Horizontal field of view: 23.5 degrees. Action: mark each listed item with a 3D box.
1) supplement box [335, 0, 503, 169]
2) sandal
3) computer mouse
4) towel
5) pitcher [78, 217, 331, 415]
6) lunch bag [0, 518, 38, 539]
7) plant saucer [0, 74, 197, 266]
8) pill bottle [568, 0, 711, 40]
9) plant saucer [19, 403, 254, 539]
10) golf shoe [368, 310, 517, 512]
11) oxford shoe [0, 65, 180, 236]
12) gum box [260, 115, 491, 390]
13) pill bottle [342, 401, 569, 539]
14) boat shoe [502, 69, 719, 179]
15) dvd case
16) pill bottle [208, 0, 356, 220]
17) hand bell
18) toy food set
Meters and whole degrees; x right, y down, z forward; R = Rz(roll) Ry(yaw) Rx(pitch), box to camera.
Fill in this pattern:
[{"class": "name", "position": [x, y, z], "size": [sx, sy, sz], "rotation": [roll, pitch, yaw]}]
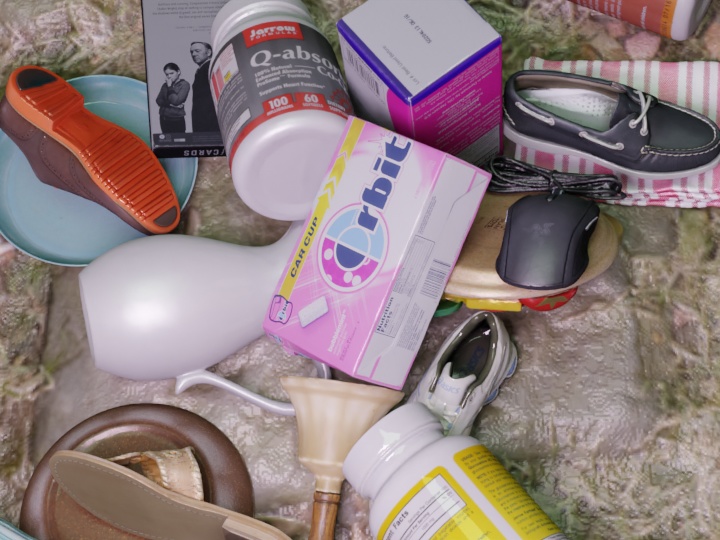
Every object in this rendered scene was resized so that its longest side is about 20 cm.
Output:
[{"class": "supplement box", "position": [0.055, -0.153, 1.495], "size": [0.103, 0.200, 0.101], "rotation": [-35, 67, -13]}, {"class": "sandal", "position": [-0.141, 0.178, 1.394], "size": [0.211, 0.078, 0.070], "rotation": [22, 48, 9]}, {"class": "computer mouse", "position": [0.131, -0.052, 1.417], "size": [0.140, 0.046, 0.200], "rotation": [9, 30, 19]}, {"class": "towel", "position": [0.240, -0.129, 1.560], "size": [0.199, 0.030, 0.147], "rotation": [2, 63, 7]}, {"class": "pitcher", "position": [-0.129, 0.050, 1.469], "size": [0.199, 0.121, 0.172], "rotation": [-9, 78, -12]}, {"class": "lunch bag", "position": [-0.295, 0.277, 1.373], "size": [0.200, 0.077, 0.161], "rotation": [27, 79, 18]}, {"class": "plant saucer", "position": [-0.246, -0.088, 1.589], "size": [0.199, 0.027, 0.201], "rotation": [-3, 64, 5]}, {"class": "pill bottle", "position": [0.228, -0.295, 1.597], "size": [0.200, 0.112, 0.112], "rotation": [22, 68, 16]}, {"class": "plant saucer", "position": [-0.189, 0.198, 1.437], "size": [0.200, 0.037, 0.201], "rotation": [-2, 64, 5]}, {"class": "golf shoe", "position": [0.061, 0.118, 1.419], "size": [0.078, 0.097, 0.200], "rotation": [22, 70, 14]}, {"class": "oxford shoe", "position": [-0.243, -0.095, 1.550], "size": [0.200, 0.073, 0.071], "rotation": [44, 42, 9]}, {"class": "gum box", "position": [0.010, -0.010, 1.391], "size": [0.113, 0.066, 0.200], "rotation": [25, 94, 42]}, {"class": "pill bottle", "position": [0.080, 0.199, 1.313], "size": [0.112, 0.113, 0.200], "rotation": [-37, 66, -12]}, {"class": "boat shoe", "position": [0.220, -0.130, 1.511], "size": [0.199, 0.060, 0.076], "rotation": [7, 57, 6]}, {"class": "dvd case", "position": [-0.126, -0.196, 1.613], "size": [0.150, 0.025, 0.200], "rotation": [-2, 61, -9]}, {"class": "pill bottle", "position": [-0.069, -0.148, 1.496], "size": [0.116, 0.116, 0.200], "rotation": [-16, 46, -2]}, {"class": "hand bell", "position": [-0.027, 0.191, 1.402], "size": [0.104, 0.104, 0.201], "rotation": [6, 83, 8]}, {"class": "toy food set", "position": [0.119, -0.019, 1.460], "size": [0.197, 0.049, 0.200], "rotation": [3, 29, 12]}]
